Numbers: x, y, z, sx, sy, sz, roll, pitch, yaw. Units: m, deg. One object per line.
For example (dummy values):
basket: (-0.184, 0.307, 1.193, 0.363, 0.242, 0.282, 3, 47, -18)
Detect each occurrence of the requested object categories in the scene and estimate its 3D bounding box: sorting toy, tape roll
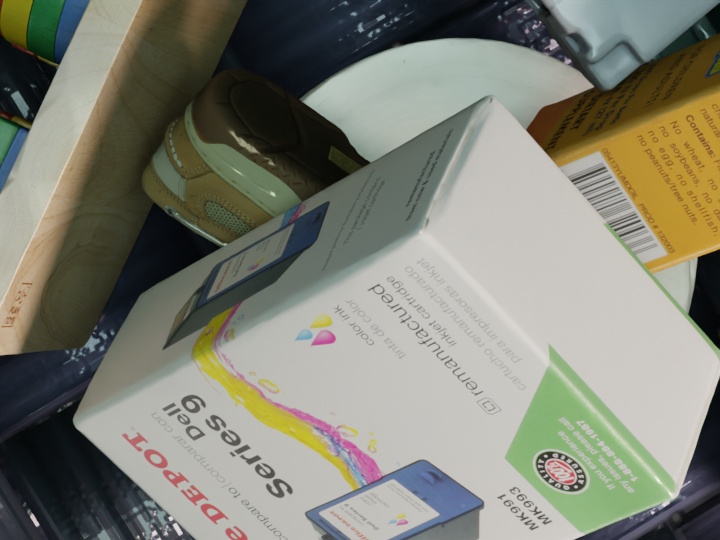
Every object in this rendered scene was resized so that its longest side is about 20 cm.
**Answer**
sorting toy: (-0.120, -0.071, 0.970, 0.070, 0.200, 0.199, 25, 91, 5)
tape roll: (0.042, -0.001, 1.046, 0.202, 0.071, 0.202, 0, 93, -4)

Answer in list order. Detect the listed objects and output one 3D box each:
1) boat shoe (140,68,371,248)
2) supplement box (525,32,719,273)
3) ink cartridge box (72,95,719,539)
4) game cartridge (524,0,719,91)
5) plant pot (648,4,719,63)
boat shoe: (0.000, 0.000, 0.983, 0.200, 0.072, 0.076, 38, 123, -11)
supplement box: (0.151, -0.056, 0.900, 0.200, 0.067, 0.069, -20, 112, 37)
ink cartridge box: (0.012, 0.045, 0.913, 0.200, 0.088, 0.145, -27, 115, 40)
game cartridge: (0.083, -0.186, 0.910, 0.133, 0.040, 0.200, -38, 101, 0)
plant pot: (0.202, -0.133, 1.018, 0.200, 0.134, 0.200, 0, 93, -3)
